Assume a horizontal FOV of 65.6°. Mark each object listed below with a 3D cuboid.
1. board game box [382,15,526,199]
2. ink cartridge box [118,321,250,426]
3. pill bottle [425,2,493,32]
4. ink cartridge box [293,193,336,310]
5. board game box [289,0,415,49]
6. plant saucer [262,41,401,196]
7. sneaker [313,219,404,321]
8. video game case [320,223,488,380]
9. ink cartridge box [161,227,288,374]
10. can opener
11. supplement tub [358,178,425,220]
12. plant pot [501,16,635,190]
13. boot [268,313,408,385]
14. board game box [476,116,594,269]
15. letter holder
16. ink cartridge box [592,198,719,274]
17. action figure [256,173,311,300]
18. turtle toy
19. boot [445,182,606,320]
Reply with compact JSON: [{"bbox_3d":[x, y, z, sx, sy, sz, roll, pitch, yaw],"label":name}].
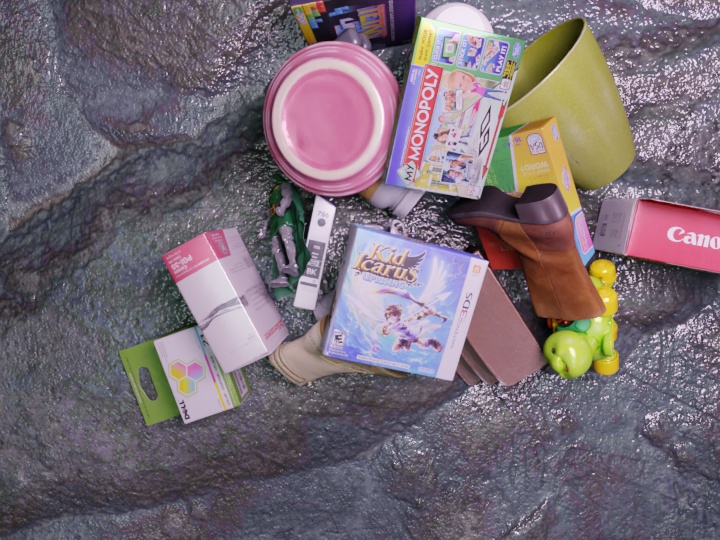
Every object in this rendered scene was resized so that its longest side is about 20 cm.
[{"bbox_3d":[0.113,-0.198,0.704,0.133,0.029,0.202,7,115,-11],"label":"board game box"},{"bbox_3d":[-0.305,0.178,0.933,0.198,0.076,0.150,-20,94,4],"label":"ink cartridge box"},{"bbox_3d":[0.127,-0.303,0.789,0.109,0.200,0.112,0,96,4],"label":"pill bottle"},{"bbox_3d":[-0.067,-0.046,0.880,0.039,0.099,0.203,11,98,-4],"label":"ink cartridge box"},{"bbox_3d":[-0.005,-0.370,0.791,0.163,0.200,0.058,-8,91,6],"label":"board game box"},{"bbox_3d":[-0.039,-0.199,0.743,0.198,0.051,0.203,2,104,9],"label":"plant saucer"},{"bbox_3d":[0.000,0.000,0.873,0.198,0.075,0.116,-27,124,3],"label":"sneaker"},{"bbox_3d":[0.061,0.047,0.786,0.197,0.045,0.184,13,99,-14],"label":"video game case"},{"bbox_3d":[-0.204,0.042,0.876,0.082,0.147,0.202,-26,94,7],"label":"ink cartridge box"},{"bbox_3d":[-0.076,-0.306,0.843,0.199,0.053,0.068,-28,81,33],"label":"can opener"},{"bbox_3d":[0.023,-0.186,0.836,0.199,0.145,0.145,38,97,-1],"label":"supplement tub"},{"bbox_3d":[0.300,-0.217,0.811,0.200,0.187,0.187,42,98,-18],"label":"plant pot"},{"bbox_3d":[-0.032,0.145,0.908,0.155,0.199,0.074,-31,49,36],"label":"boot"},{"bbox_3d":[0.224,-0.099,0.784,0.040,0.152,0.202,-40,114,-36],"label":"board game box"},{"bbox_3d":[0.176,0.085,0.879,0.141,0.101,0.201,-33,93,9],"label":"letter holder"},{"bbox_3d":[0.468,-0.046,0.806,0.197,0.176,0.085,11,96,3],"label":"ink cartridge box"},{"bbox_3d":[-0.122,-0.071,0.867,0.054,0.202,0.118,15,139,-34],"label":"action figure"},{"bbox_3d":[0.329,0.082,0.832,0.100,0.200,0.147,-1,120,24],"label":"turtle toy"},{"bbox_3d":[0.226,-0.022,0.778,0.187,0.069,0.201,-3,127,45],"label":"boot"}]
